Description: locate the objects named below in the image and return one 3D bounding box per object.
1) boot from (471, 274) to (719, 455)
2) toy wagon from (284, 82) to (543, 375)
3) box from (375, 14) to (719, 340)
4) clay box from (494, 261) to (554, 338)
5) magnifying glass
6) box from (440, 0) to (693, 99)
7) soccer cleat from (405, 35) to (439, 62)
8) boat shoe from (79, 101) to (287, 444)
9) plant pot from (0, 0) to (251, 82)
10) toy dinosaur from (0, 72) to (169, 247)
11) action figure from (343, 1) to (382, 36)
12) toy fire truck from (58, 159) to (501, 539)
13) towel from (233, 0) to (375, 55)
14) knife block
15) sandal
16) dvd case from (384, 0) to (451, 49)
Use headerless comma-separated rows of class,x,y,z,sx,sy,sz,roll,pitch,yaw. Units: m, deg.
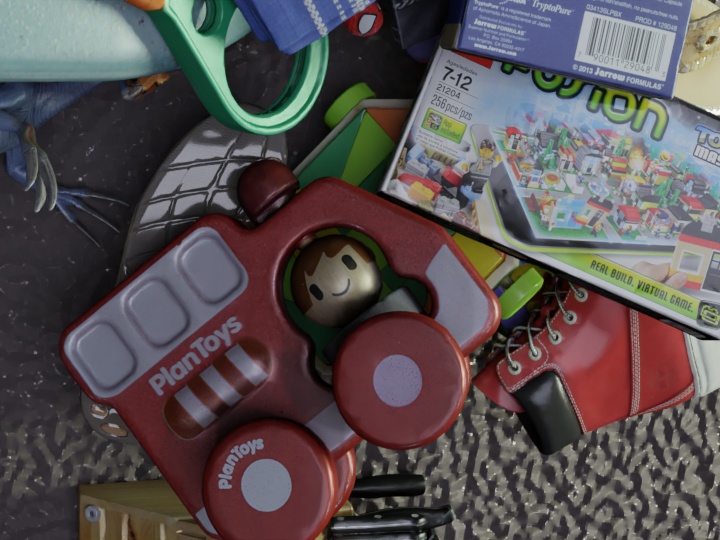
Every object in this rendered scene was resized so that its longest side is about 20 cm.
boot,0.121,0.003,0.830,0.142,0.072,0.202,-20,108,-7
toy wagon,0.000,0.000,0.818,0.200,0.040,0.155,-44,80,9
box,0.118,-0.051,0.766,0.198,0.035,0.111,23,87,-4
clay box,0.136,-0.064,0.879,0.199,0.048,0.116,-37,109,-6
magnifying glass,-0.079,-0.120,0.652,0.199,0.022,0.081,24,82,-55
box,0.119,-0.197,0.715,0.119,0.032,0.203,11,97,-14
soccer cleat,0.077,-0.210,0.806,0.076,0.067,0.201,28,107,-45
boat shoe,-0.104,-0.004,0.806,0.074,0.073,0.202,26,98,-16
plant pot,-0.149,-0.189,0.700,0.198,0.195,0.199,2,101,-39
toy dinosaur,-0.197,-0.083,0.752,0.182,0.105,0.200,-46,104,-14
action figure,-0.023,-0.185,0.695,0.201,0.051,0.066,67,40,-54
toy fire truck,-0.037,0.038,0.741,0.199,0.112,0.169,-39,85,4
towel,0.010,-0.200,0.630,0.199,0.024,0.145,-33,129,0
knife block,-0.047,0.159,0.868,0.197,0.175,0.065,7,101,28
sandal,0.169,-0.141,0.778,0.210,0.069,0.079,16,68,-33
dvd case,0.093,-0.219,0.760,0.198,0.016,0.150,-25,128,-12
